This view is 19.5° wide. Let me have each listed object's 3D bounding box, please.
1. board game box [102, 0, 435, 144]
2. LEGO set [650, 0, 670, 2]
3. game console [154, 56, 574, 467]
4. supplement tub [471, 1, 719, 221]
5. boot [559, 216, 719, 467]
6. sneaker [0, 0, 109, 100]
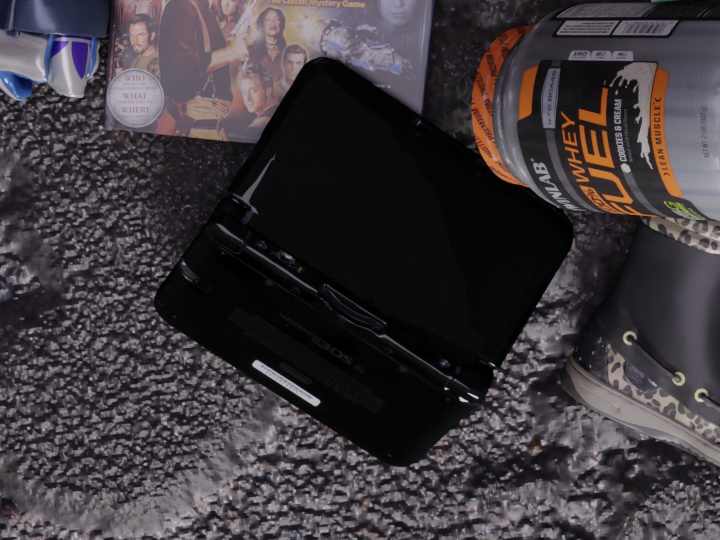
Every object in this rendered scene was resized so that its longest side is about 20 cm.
[{"bbox_3d":[-0.055,-0.146,1.291,0.198,0.035,0.137,6,101,3],"label":"board game box"},{"bbox_3d":[0.226,-0.234,1.193,0.198,0.154,0.117,-2,115,10],"label":"LEGO set"},{"bbox_3d":[0.000,0.000,1.303,0.199,0.117,0.176,33,141,-7],"label":"game console"},{"bbox_3d":[0.167,-0.092,1.201,0.199,0.122,0.124,6,106,45],"label":"supplement tub"},{"bbox_3d":[0.239,0.040,1.282,0.202,0.074,0.155,20,107,4],"label":"boot"},{"bbox_3d":[-0.161,-0.180,1.231,0.199,0.080,0.148,-23,79,38],"label":"sneaker"}]
